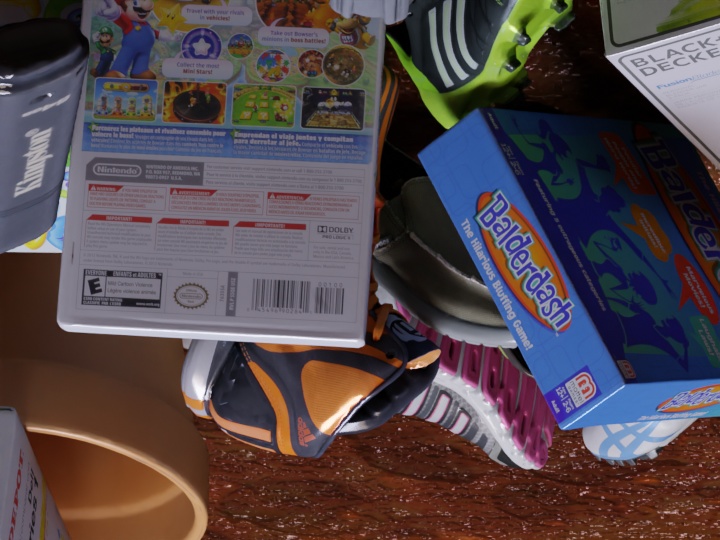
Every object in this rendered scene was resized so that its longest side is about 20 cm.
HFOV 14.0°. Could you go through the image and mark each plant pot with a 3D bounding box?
[{"bbox_3d":[-0.177,0.069,1.634,0.199,0.140,0.200,5,151,3],"label":"plant pot"}]

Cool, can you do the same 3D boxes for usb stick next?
[{"bbox_3d":[-0.155,-0.058,1.321,0.055,0.033,0.200,-15,162,-16],"label":"usb stick"}]

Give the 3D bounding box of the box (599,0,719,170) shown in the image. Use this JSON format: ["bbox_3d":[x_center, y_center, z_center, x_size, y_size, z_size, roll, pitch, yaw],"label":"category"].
[{"bbox_3d":[0.202,-0.100,1.377,0.116,0.060,0.200,-14,153,24],"label":"box"}]

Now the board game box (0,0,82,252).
[{"bbox_3d":[-0.158,-0.078,1.453,0.199,0.105,0.103,0,150,7],"label":"board game box"}]

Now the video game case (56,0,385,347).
[{"bbox_3d":[-0.062,-0.068,1.366,0.143,0.201,0.018,3,170,3],"label":"video game case"}]

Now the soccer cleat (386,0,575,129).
[{"bbox_3d":[0.056,-0.128,1.351,0.081,0.067,0.200,49,156,8],"label":"soccer cleat"}]

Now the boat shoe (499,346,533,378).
[{"bbox_3d":[0.097,-0.010,1.578,0.071,0.061,0.201,-1,150,9],"label":"boat shoe"}]

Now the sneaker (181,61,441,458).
[{"bbox_3d":[0.000,0.000,1.445,0.112,0.201,0.078,23,-177,23],"label":"sneaker"}]

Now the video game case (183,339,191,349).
[{"bbox_3d":[-0.097,-0.018,1.631,0.182,0.022,0.200,22,146,-28],"label":"video game case"}]

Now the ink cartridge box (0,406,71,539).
[{"bbox_3d":[-0.209,0.177,1.540,0.084,0.145,0.200,1,150,7],"label":"ink cartridge box"}]

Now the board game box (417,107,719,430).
[{"bbox_3d":[0.129,-0.002,1.422,0.045,0.152,0.200,-37,160,28],"label":"board game box"}]

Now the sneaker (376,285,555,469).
[{"bbox_3d":[0.043,0.058,1.698,0.087,0.074,0.200,-7,151,33],"label":"sneaker"}]

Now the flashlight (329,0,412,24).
[{"bbox_3d":[0.010,-0.188,1.249,0.068,0.068,0.200,16,142,10],"label":"flashlight"}]

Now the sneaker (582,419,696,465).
[{"bbox_3d":[0.180,0.057,1.692,0.072,0.072,0.200,46,149,-2],"label":"sneaker"}]

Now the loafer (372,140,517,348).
[{"bbox_3d":[0.044,-0.018,1.488,0.200,0.070,0.075,26,-156,38],"label":"loafer"}]
